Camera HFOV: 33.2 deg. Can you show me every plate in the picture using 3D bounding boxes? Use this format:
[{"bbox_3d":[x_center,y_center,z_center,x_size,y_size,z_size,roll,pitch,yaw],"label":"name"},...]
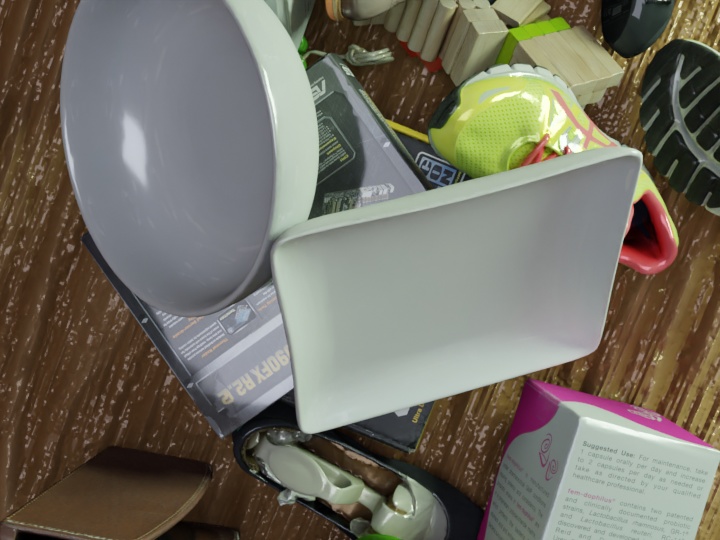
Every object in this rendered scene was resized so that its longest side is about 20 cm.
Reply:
[{"bbox_3d":[0.050,0.010,0.689,0.199,0.200,0.032,-15,55,-8],"label":"plate"}]

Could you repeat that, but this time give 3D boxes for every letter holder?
[{"bbox_3d":[-0.126,0.188,0.757,0.142,0.200,0.101,7,94,5],"label":"letter holder"}]

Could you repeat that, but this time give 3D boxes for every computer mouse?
[{"bbox_3d":[0.188,-0.234,0.773,0.034,0.059,0.200,8,91,-11],"label":"computer mouse"}]

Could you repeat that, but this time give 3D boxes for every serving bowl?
[{"bbox_3d":[-0.089,-0.078,0.678,0.200,0.066,0.200,15,112,43],"label":"serving bowl"}]

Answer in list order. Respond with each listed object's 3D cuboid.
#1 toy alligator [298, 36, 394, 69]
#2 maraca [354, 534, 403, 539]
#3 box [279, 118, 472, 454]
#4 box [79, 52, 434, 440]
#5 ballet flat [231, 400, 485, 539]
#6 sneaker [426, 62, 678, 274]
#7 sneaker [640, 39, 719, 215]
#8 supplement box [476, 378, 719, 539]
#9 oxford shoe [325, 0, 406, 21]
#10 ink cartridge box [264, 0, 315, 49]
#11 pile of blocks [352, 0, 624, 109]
[{"bbox_3d":[-0.080,-0.152,0.799,0.200,0.059,0.054,-7,93,6],"label":"toy alligator"},{"bbox_3d":[0.003,0.238,0.764,0.107,0.200,0.137,7,73,-31],"label":"maraca"},{"bbox_3d":[0.000,0.000,0.808,0.160,0.049,0.200,22,96,2],"label":"box"},{"bbox_3d":[-0.050,-0.015,0.764,0.200,0.048,0.158,-36,90,8],"label":"box"},{"bbox_3d":[-0.001,0.151,0.808,0.200,0.073,0.073,30,96,3],"label":"ballet flat"},{"bbox_3d":[0.125,-0.054,0.718,0.200,0.090,0.078,20,121,-37],"label":"sneaker"},{"bbox_3d":[0.257,-0.066,0.762,0.200,0.090,0.078,55,131,18],"label":"sneaker"},{"bbox_3d":[0.135,0.183,0.768,0.103,0.101,0.200,14,96,-12],"label":"supplement box"},{"bbox_3d":[0.058,-0.205,0.726,0.073,0.071,0.200,33,59,25],"label":"oxford shoe"},{"bbox_3d":[-0.082,-0.253,0.724,0.145,0.145,0.200,16,76,4],"label":"ink cartridge box"},{"bbox_3d":[0.072,-0.156,0.792,0.200,0.082,0.062,35,140,12],"label":"pile of blocks"}]
